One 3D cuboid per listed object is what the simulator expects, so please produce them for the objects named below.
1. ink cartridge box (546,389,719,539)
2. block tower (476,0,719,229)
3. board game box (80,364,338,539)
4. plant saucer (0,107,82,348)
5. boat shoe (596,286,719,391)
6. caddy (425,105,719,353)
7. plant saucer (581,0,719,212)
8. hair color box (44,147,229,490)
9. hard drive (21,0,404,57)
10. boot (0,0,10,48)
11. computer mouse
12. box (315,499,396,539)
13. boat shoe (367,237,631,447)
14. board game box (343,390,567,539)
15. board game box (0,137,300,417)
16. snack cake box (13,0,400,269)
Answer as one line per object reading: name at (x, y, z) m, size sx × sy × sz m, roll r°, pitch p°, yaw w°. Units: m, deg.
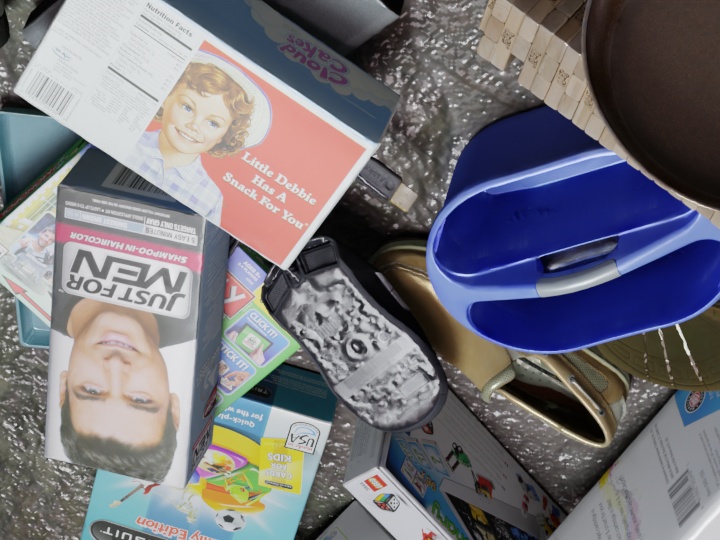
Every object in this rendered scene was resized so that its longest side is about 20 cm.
ink cartridge box at (0.236, 0.190, 1.586) m, size 0.146 × 0.147 × 0.200 m, roll 33°, pitch 111°, yaw -19°
block tower at (0.158, -0.105, 1.400) m, size 0.199 × 0.054 × 0.058 m, roll 36°, pitch 146°, yaw 11°
board game box at (-0.110, 0.142, 1.718) m, size 0.150 × 0.047 × 0.201 m, roll 16°, pitch 130°, yaw -2°
plant saucer at (-0.202, -0.026, 1.616) m, size 0.069 × 0.019 × 0.201 m, roll 5°, pitch 131°, yaw 7°
boat shoe at (0.244, 0.032, 1.541) m, size 0.200 × 0.066 × 0.072 m, roll 0°, pitch 118°, yaw 36°
caddy at (0.138, -0.024, 1.489) m, size 0.199 × 0.105 × 0.142 m, roll -17°, pitch 125°, yaw 23°
plant saucer at (0.221, -0.116, 1.356) m, size 0.199 × 0.202 × 0.032 m, roll 12°, pitch 160°, yaw 1°
hair color box at (-0.141, 0.032, 1.532) m, size 0.098 × 0.061 × 0.201 m, roll 12°, pitch 120°, yaw 10°
hard drive at (-0.090, -0.157, 1.474) m, size 0.199 × 0.033 × 0.139 m, roll -33°, pitch 116°, yaw 32°
boot at (-0.306, -0.204, 1.473) m, size 0.198 × 0.068 × 0.132 m, roll 4°, pitch 118°, yaw 9°
computer mouse at (0.000, 0.000, 1.539) m, size 0.200 × 0.046 × 0.140 m, roll 43°, pitch 115°, yaw -7°
box at (0.029, 0.263, 1.677) m, size 0.101 × 0.200 × 0.113 m, roll -44°, pitch 115°, yaw -3°
boat shoe at (0.090, 0.050, 1.580) m, size 0.199 × 0.076 × 0.072 m, roll 27°, pitch 132°, yaw -9°
board game box at (0.069, 0.158, 1.642) m, size 0.034 × 0.127 × 0.200 m, roll -27°, pitch 119°, yaw 29°
board game box at (-0.139, 0.007, 1.581) m, size 0.134 × 0.029 × 0.200 m, roll -39°, pitch 111°, yaw 19°
snack cake box at (-0.091, -0.106, 1.436) m, size 0.199 × 0.067 × 0.115 m, roll 34°, pitch 124°, yaw -7°
